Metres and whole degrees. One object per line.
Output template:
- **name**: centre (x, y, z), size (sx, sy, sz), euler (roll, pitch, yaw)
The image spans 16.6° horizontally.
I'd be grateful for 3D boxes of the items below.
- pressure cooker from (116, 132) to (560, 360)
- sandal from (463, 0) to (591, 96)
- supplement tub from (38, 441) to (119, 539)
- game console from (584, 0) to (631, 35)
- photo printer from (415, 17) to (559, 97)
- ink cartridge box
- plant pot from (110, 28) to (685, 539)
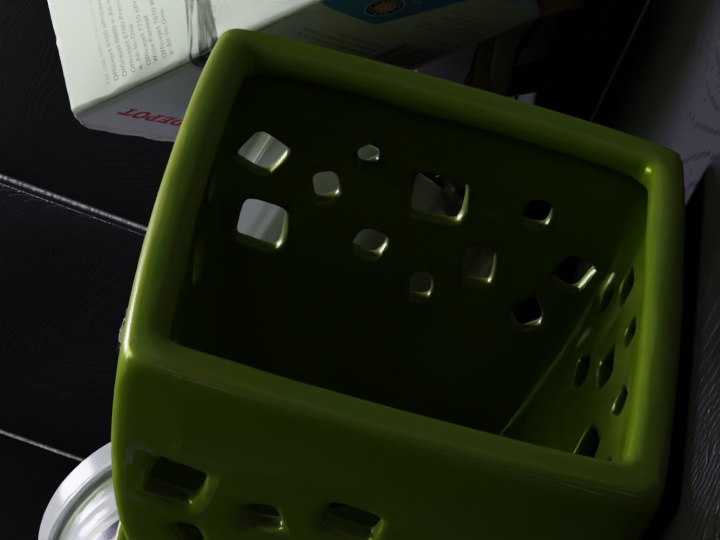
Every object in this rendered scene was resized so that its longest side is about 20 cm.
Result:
- **pressure cooker**: centre (-0.002, 0.003, 1.223), size (0.201, 0.175, 0.179), euler (-59, 2, -19)
- **sandal**: centre (0.098, -0.129, 1.331), size (0.200, 0.054, 0.081), euler (-64, -9, -51)
- **supplement tub**: centre (-0.063, 0.177, 1.120), size (0.141, 0.139, 0.200), euler (-67, 32, 27)
- **game console**: centre (0.158, -0.244, 1.277), size (0.177, 0.031, 0.201), euler (-77, 8, -51)
- **photo printer**: centre (0.056, -0.153, 1.413), size (0.200, 0.069, 0.167), euler (-44, -28, -41)
- **ink cartridge box**: centre (-0.035, -0.138, 1.231), size (0.145, 0.199, 0.084), euler (6, -114, -59)
- **plant pot**: centre (0.005, 0.052, 0.961), size (0.201, 0.197, 0.182), euler (-77, 3, -47)
